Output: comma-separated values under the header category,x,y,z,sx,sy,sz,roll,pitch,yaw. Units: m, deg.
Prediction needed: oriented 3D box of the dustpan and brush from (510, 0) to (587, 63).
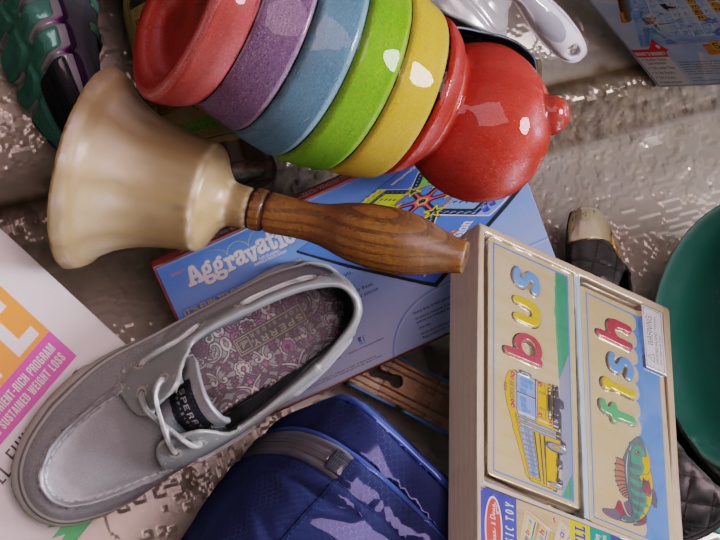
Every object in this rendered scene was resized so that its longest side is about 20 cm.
category,x,y,z,sx,sy,sz,roll,pitch,yaw
dustpan and brush,0.057,-0.176,1.036,0.139,0.057,0.200,-39,135,11

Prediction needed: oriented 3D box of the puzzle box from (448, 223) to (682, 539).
category,x,y,z,sx,sy,sz,roll,pitch,yaw
puzzle box,0.103,0.083,1.009,0.132,0.025,0.201,22,50,-26

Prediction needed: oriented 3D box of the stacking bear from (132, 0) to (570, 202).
category,x,y,z,sx,sy,sz,roll,pitch,yaw
stacking bear,0.003,-0.096,0.973,0.199,0.122,0.114,22,36,-21

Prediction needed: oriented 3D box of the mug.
category,x,y,z,sx,sy,sz,roll,pitch,yaw
mug,0.247,0.046,1.135,0.114,0.185,0.153,3,57,-34

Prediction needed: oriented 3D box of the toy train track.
category,x,y,z,sx,sy,sz,roll,pitch,yaw
toy train track,0.049,0.079,1.112,0.199,0.033,0.115,27,78,-6

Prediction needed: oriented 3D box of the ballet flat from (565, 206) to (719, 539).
category,x,y,z,sx,sy,sz,roll,pitch,yaw
ballet flat,0.160,0.055,1.123,0.057,0.066,0.201,-24,71,20

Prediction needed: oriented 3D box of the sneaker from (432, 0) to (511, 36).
category,x,y,z,sx,sy,sz,roll,pitch,yaw
sneaker,0.003,-0.195,1.126,0.199,0.070,0.081,20,84,-24

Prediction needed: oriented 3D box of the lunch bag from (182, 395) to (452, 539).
category,x,y,z,sx,sy,sz,roll,pitch,yaw
lunch bag,0.014,0.164,1.013,0.200,0.136,0.132,44,69,-8

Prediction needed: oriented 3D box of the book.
category,x,y,z,sx,sy,sz,roll,pitch,yaw
book,-0.205,0.052,1.021,0.200,0.048,0.134,43,69,-10

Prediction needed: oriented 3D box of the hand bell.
category,x,y,z,sx,sy,sz,roll,pitch,yaw
hand bell,-0.043,-0.028,0.996,0.199,0.104,0.105,14,72,10

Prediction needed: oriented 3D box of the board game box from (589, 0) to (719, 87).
category,x,y,z,sx,sy,sz,roll,pitch,yaw
board game box,0.194,-0.179,1.091,0.199,0.199,0.041,44,64,-34

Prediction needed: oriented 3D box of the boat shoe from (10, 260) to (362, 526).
category,x,y,z,sx,sy,sz,roll,pitch,yaw
boat shoe,-0.085,0.058,0.998,0.200,0.071,0.070,-34,98,-12

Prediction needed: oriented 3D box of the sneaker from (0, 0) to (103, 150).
category,x,y,z,sx,sy,sz,roll,pitch,yaw
sneaker,-0.158,-0.158,1.066,0.087,0.074,0.201,-24,86,-27

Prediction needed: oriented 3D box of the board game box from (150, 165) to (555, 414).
category,x,y,z,sx,sy,sz,roll,pitch,yaw
board game box,0.000,0.000,1.063,0.199,0.019,0.103,-24,111,-3

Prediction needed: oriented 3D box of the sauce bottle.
category,x,y,z,sx,sy,sz,roll,pitch,yaw
sauce bottle,-0.098,-0.138,1.086,0.064,0.065,0.201,-13,83,-22

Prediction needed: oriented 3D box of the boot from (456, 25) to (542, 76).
category,x,y,z,sx,sy,sz,roll,pitch,yaw
boot,0.004,-0.115,1.063,0.199,0.097,0.075,13,66,-42
